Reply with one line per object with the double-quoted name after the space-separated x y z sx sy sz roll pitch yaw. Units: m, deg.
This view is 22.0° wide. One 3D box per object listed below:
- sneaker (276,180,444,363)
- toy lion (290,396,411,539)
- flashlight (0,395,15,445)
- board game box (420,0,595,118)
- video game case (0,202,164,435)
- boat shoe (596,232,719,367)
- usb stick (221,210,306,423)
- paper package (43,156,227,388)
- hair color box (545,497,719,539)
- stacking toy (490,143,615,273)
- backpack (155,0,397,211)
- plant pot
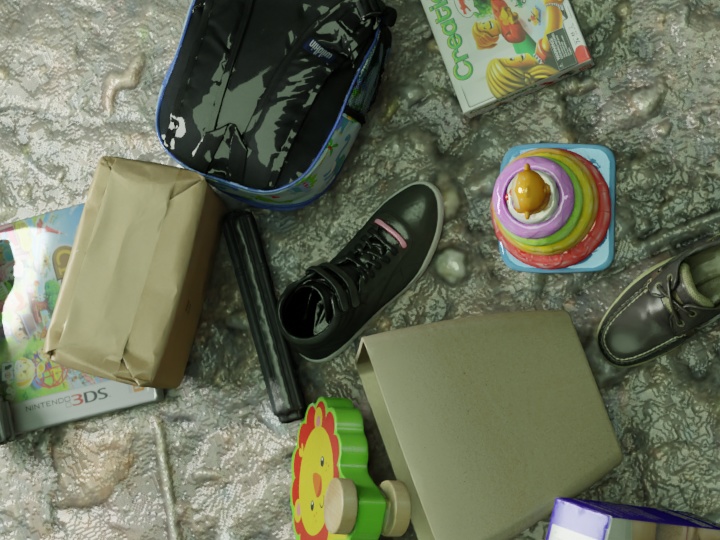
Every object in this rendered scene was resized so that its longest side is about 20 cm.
0.000 0.000 1.662 0.071 0.099 0.200 41 96 15 "sneaker"
-0.026 0.221 1.628 0.068 0.192 0.201 5 107 -20 "toy lion"
-0.370 0.068 1.751 0.068 0.068 0.201 -16 83 10 "flashlight"
0.119 -0.256 1.677 0.126 0.035 0.201 -22 82 13 "board game box"
-0.292 0.046 1.776 0.181 0.022 0.201 -14 84 13 "video game case"
0.287 0.014 1.604 0.200 0.065 0.073 -39 80 11 "boat shoe"
-0.089 0.042 1.706 0.032 0.055 0.201 -16 84 -4 "usb stick"
-0.195 0.005 1.647 0.103 0.200 0.192 16 85 3 "paper package"
0.231 0.255 1.538 0.065 0.199 0.110 15 91 43 "hair color box"
0.153 -0.059 1.573 0.109 0.200 0.117 1 88 14 "stacking toy"
-0.077 -0.159 1.663 0.182 0.147 0.201 21 84 13 "backpack"
0.113 0.134 1.584 0.176 0.200 0.201 -19 82 -5 "plant pot"
